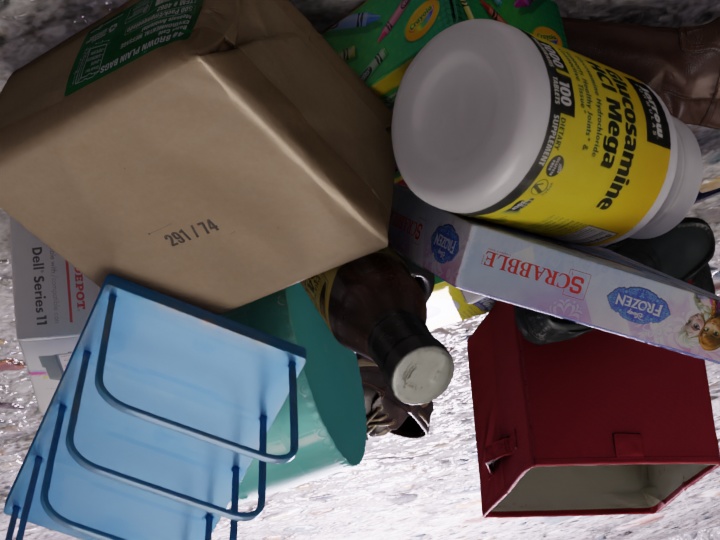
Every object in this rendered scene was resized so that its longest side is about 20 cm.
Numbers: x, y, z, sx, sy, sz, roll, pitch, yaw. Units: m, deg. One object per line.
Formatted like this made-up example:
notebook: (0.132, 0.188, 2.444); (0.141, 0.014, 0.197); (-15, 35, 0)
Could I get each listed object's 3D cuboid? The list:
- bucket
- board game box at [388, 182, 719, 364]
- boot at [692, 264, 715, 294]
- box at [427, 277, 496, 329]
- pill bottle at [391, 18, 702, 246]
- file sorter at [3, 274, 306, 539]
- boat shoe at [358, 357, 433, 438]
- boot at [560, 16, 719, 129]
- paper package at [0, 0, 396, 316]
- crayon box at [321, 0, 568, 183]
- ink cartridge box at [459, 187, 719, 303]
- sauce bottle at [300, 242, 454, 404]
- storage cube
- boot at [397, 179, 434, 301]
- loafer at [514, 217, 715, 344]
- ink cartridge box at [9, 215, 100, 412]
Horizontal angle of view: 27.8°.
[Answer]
bucket: (-0.085, 0.073, 1.066); (0.134, 0.209, 0.207); (-16, 158, 10)
board game box: (0.120, -0.002, 0.959); (0.199, 0.041, 0.199); (16, -173, -18)
boot: (0.233, 0.022, 1.421); (0.199, 0.066, 0.165); (-15, 156, 21)
box: (0.061, 0.017, 1.338); (0.199, 0.049, 0.117); (-20, 157, 16)
pill bottle: (0.123, -0.077, 0.895); (0.199, 0.113, 0.112); (11, 149, -45)
file sorter: (-0.137, 0.135, 0.918); (0.138, 0.123, 0.201); (22, 118, -15)
boat shoe: (0.022, 0.145, 1.592); (0.074, 0.074, 0.199); (-26, 154, 33)
boot: (0.201, -0.161, 0.958); (0.198, 0.064, 0.187); (5, 131, 8)
paper package: (-0.103, -0.070, 0.890); (0.199, 0.104, 0.191); (-21, 134, 32)
crayon box: (0.026, -0.122, 0.965); (0.118, 0.059, 0.199); (12, 148, -44)
ink cartridge box: (0.197, -0.043, 1.174); (0.199, 0.047, 0.197); (-27, 176, 29)
sauce bottle: (0.002, 0.014, 0.915); (0.065, 0.200, 0.067); (-9, 119, -16)
storage cube: (0.203, 0.115, 1.323); (0.198, 0.181, 0.171); (1, 156, -10)
boot: (0.000, 0.000, 1.137); (0.072, 0.145, 0.200); (-5, 159, -20)
loafer: (0.225, 0.009, 1.236); (0.199, 0.069, 0.070); (-24, -176, -18)
ink cartridge box: (-0.227, 0.019, 1.108); (0.067, 0.118, 0.200); (-5, 156, -9)
